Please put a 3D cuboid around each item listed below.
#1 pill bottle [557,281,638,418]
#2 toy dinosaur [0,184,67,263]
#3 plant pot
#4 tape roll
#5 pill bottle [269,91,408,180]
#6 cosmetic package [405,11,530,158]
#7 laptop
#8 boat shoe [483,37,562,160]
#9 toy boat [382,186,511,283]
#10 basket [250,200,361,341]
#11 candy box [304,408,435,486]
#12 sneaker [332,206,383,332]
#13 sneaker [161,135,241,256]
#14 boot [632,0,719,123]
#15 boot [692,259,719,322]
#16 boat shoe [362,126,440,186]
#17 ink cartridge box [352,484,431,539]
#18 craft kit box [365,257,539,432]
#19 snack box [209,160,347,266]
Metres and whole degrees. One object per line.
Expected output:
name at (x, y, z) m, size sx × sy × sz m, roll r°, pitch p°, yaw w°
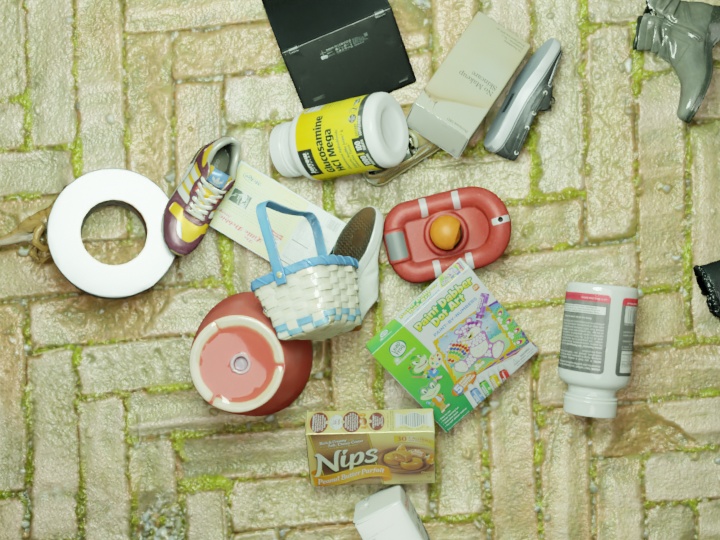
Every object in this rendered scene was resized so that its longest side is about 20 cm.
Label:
pill bottle at (0.362, 0.121, 1.563) m, size 0.110 × 0.111 × 0.202 m, roll 6°, pitch 90°, yaw 2°
toy dinosaur at (-0.532, -0.062, 1.636) m, size 0.199 × 0.060 × 0.107 m, roll -31°, pitch 76°, yaw -8°
plant pot at (-0.174, 0.135, 1.553) m, size 0.199 × 0.177 × 0.202 m, roll 0°, pitch 90°, yaw 2°
tape roll at (-0.386, -0.056, 1.590) m, size 0.199 × 0.066 × 0.202 m, roll 1°, pitch 86°, yaw -15°
pill bottle at (-0.036, -0.199, 1.549) m, size 0.199 × 0.112 × 0.113 m, roll -7°, pitch 90°, yaw 32°
cosmetic package at (0.165, -0.285, 1.556) m, size 0.103 × 0.073 × 0.201 m, roll 32°, pitch 68°, yaw 2°
laptop at (-0.036, -0.373, 1.630) m, size 0.186 × 0.116 × 0.201 m, roll -22°, pitch 118°, yaw 3°
boat shoe at (0.269, -0.263, 1.592) m, size 0.066 × 0.070 × 0.201 m, roll 30°, pitch 88°, yaw -15°
toy boat at (0.134, -0.057, 1.562) m, size 0.198 × 0.131 × 0.132 m, roll -14°, pitch 90°, yaw 2°
basket at (-0.085, 0.000, 1.499) m, size 0.138 × 0.176 × 0.202 m, roll -16°, pitch 78°, yaw 24°
candy box at (0.017, 0.275, 1.579) m, size 0.198 × 0.055 × 0.116 m, roll -1°, pitch 125°, yaw 3°
sneaker at (0.000, 0.000, 1.601) m, size 0.073 × 0.084 × 0.201 m, roll 21°, pitch 92°, yaw 43°
sneaker at (-0.243, -0.119, 1.565) m, size 0.075 × 0.090 × 0.201 m, roll 27°, pitch 68°, yaw -25°
boot at (0.484, -0.335, 1.587) m, size 0.130 × 0.068 × 0.202 m, roll 15°, pitch 83°, yaw 7°
boot at (0.596, -0.022, 1.575) m, size 0.162 × 0.073 × 0.199 m, roll -25°, pitch 90°, yaw 5°
boat shoe at (0.087, -0.205, 1.591) m, size 0.200 × 0.076 × 0.072 m, roll -44°, pitch 88°, yaw 2°
ink cartridge box at (0.073, 0.440, 1.557) m, size 0.082 × 0.147 × 0.201 m, roll -29°, pitch 89°, yaw 1°
craft kit box at (0.143, 0.117, 1.567) m, size 0.200 × 0.049 × 0.198 m, roll -43°, pitch 112°, yaw 2°
snack box at (-0.134, -0.074, 1.620) m, size 0.199 × 0.037 × 0.117 m, roll 31°, pitch 90°, yaw 2°
